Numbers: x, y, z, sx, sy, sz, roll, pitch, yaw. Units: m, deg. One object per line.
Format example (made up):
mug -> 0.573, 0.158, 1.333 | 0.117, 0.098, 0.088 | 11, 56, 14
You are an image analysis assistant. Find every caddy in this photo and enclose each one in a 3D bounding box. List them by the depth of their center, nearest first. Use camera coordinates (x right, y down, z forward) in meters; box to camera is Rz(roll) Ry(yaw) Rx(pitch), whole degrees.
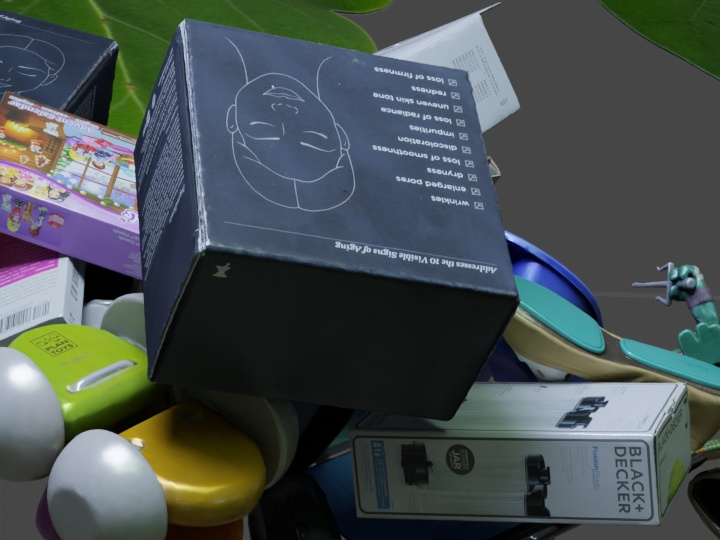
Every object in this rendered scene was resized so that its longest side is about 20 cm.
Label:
caddy -> 0.105, 0.034, 1.499 | 0.141, 0.200, 0.105 | 25, 71, 23

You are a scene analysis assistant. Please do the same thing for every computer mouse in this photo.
computer mouse -> -0.031, 0.192, 1.309 | 0.058, 0.034, 0.200 | -15, 37, -10

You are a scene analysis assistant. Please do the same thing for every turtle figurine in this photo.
turtle figurine -> 0.229, 0.073, 1.518 | 0.100, 0.150, 0.200 | 27, 6, 3

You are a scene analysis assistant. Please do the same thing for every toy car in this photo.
toy car -> -0.149, 0.120, 1.280 | 0.200, 0.151, 0.175 | 35, 38, 27

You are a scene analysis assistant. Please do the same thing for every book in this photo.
book -> -0.258, 0.010, 1.463 | 0.133, 0.048, 0.200 | -22, 30, 10

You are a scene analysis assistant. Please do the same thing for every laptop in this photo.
laptop -> 0.089, 0.136, 1.395 | 0.187, 0.200, 0.117 | -18, 79, -43

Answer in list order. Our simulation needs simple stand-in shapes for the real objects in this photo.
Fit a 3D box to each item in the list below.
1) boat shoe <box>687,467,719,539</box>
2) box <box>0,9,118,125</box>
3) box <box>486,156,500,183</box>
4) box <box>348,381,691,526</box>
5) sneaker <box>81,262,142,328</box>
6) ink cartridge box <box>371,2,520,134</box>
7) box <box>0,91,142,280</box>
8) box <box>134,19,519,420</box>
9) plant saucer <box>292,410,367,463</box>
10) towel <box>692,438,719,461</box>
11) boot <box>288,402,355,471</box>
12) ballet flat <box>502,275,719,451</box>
boat shoe -> 0.307, 0.194, 1.430 | 0.059, 0.072, 0.200 | -2, 28, -33
box -> -0.322, -0.124, 1.662 | 0.199, 0.125, 0.197 | 15, 30, 4
box -> 0.000, 0.000, 1.511 | 0.163, 0.200, 0.021 | -15, 60, -42
box -> 0.104, 0.115, 1.322 | 0.198, 0.061, 0.117 | -2, 13, 18
sneaker -> -0.190, 0.005, 1.533 | 0.074, 0.089, 0.200 | 3, 29, -17
ink cartridge box -> 0.010, -0.118, 1.573 | 0.199, 0.084, 0.175 | -18, 11, 37
box -> -0.178, -0.053, 1.477 | 0.199, 0.039, 0.137 | 19, 29, -7
box -> -0.027, -0.031, 1.269 | 0.199, 0.124, 0.197 | 9, 43, -18
plant saucer -> -0.046, 0.114, 1.473 | 0.070, 0.019, 0.199 | 34, 34, 32
towel -> 0.294, 0.124, 1.495 | 0.198, 0.018, 0.086 | -12, -8, -7
boot -> -0.012, 0.053, 1.422 | 0.097, 0.200, 0.075 | 49, 5, 32
ballet flat -> 0.157, 0.066, 1.382 | 0.199, 0.063, 0.069 | 25, 20, -6
